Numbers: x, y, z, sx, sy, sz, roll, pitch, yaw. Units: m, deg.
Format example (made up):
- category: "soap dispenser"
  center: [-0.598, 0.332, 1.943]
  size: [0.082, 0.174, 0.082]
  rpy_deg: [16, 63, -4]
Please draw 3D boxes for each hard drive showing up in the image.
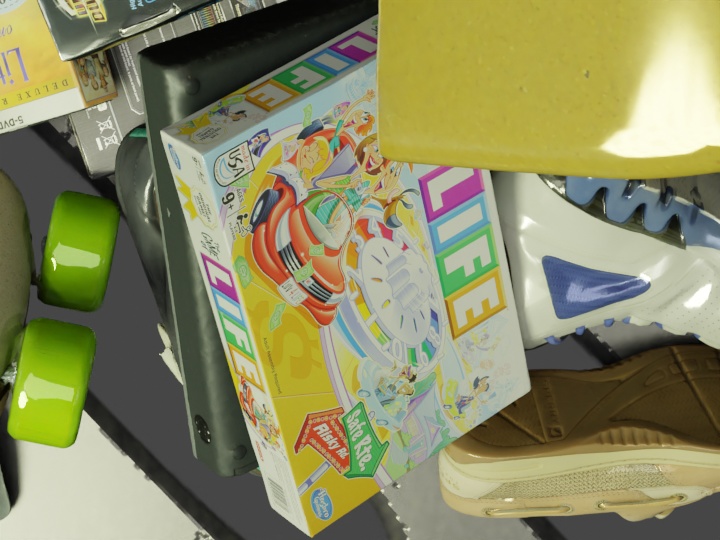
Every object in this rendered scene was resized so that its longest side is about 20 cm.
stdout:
- category: "hard drive"
  center: [-0.022, -0.022, 0.894]
  size: [0.139, 0.033, 0.201]
  rpy_deg: [-23, 123, -29]

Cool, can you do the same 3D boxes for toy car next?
- category: "toy car"
  center: [-0.213, 0.056, 0.936]
  size: [0.163, 0.158, 0.201]
  rpy_deg: [12, 135, -8]

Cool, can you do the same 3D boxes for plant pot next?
- category: "plant pot"
  center: [0.143, -0.136, 0.758]
  size: [0.199, 0.195, 0.196]
  rpy_deg: [15, 113, 35]

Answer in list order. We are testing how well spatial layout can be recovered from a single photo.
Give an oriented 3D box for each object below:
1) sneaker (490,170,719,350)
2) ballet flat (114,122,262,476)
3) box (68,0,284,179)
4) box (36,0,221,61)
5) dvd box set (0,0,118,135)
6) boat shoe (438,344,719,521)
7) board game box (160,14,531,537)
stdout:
- category: "sneaker"
  center: [0.129, -0.004, 0.944]
  size: [0.199, 0.081, 0.115]
  rpy_deg: [32, 127, -19]
- category: "ballet flat"
  center: [-0.072, 0.011, 0.952]
  size: [0.073, 0.073, 0.201]
  rpy_deg: [-13, 126, 5]
- category: "box"
  center: [-0.084, -0.162, 0.941]
  size: [0.157, 0.048, 0.201]
  rpy_deg: [-18, 98, 6]
- category: "box"
  center: [-0.089, -0.210, 0.840]
  size: [0.158, 0.046, 0.201]
  rpy_deg: [-21, 98, 10]
- category: "dvd box set"
  center: [-0.203, -0.158, 0.929]
  size: [0.146, 0.029, 0.201]
  rpy_deg: [-11, 100, 34]
- category: "boat shoe"
  center: [0.136, 0.083, 0.964]
  size: [0.198, 0.072, 0.065]
  rpy_deg: [-1, 134, -1]
- category: "board game box"
  center: [0.000, 0.000, 0.865]
  size: [0.134, 0.034, 0.201]
  rpy_deg: [-32, 127, -24]
